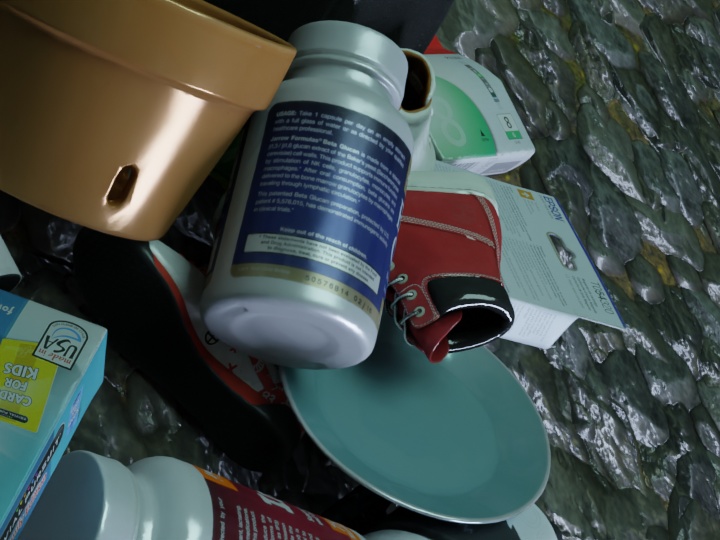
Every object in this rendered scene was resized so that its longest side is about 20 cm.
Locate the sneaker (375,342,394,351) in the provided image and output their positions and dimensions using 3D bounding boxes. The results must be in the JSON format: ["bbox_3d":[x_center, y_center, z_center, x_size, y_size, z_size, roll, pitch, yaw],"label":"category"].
[{"bbox_3d":[0.020,0.050,1.238,0.072,0.072,0.199,45,31,15],"label":"sneaker"}]

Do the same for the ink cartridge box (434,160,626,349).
[{"bbox_3d":[0.085,-0.018,1.293,0.198,0.044,0.197,17,28,-22],"label":"ink cartridge box"}]

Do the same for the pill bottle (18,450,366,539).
[{"bbox_3d":[-0.090,0.173,0.954,0.199,0.113,0.114,28,43,-36],"label":"pill bottle"}]

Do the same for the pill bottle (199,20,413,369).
[{"bbox_3d":[-0.027,-0.050,1.056,0.111,0.111,0.202,29,62,-34],"label":"pill bottle"}]

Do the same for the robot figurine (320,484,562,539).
[{"bbox_3d":[0.055,0.208,1.101,0.200,0.149,0.126,-23,111,-56],"label":"robot figurine"}]

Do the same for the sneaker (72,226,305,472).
[{"bbox_3d":[-0.100,0.028,1.103,0.202,0.067,0.108,51,33,-15],"label":"sneaker"}]

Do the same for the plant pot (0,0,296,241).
[{"bbox_3d":[-0.155,-0.109,1.005,0.199,0.141,0.200,24,9,-4],"label":"plant pot"}]

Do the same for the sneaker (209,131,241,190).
[{"bbox_3d":[-0.065,-0.083,1.197,0.200,0.083,0.074,51,35,-26],"label":"sneaker"}]

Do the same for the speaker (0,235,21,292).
[{"bbox_3d":[-0.269,-0.063,0.951,0.081,0.081,0.201,-20,80,-55],"label":"speaker"}]

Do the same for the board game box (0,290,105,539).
[{"bbox_3d":[-0.230,0.087,0.813,0.150,0.047,0.201,19,47,3],"label":"board game box"}]

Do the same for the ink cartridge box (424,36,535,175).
[{"bbox_3d":[0.059,-0.176,1.481,0.160,0.050,0.201,-11,73,-54],"label":"ink cartridge box"}]

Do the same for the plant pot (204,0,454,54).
[{"bbox_3d":[-0.026,-0.247,1.190,0.200,0.177,0.199,52,35,9],"label":"plant pot"}]

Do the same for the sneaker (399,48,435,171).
[{"bbox_3d":[0.033,-0.110,1.224,0.073,0.085,0.200,50,11,13],"label":"sneaker"}]

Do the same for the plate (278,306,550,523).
[{"bbox_3d":[0.033,0.093,1.107,0.199,0.026,0.201,20,35,-14],"label":"plate"}]

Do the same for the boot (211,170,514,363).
[{"bbox_3d":[0.000,0.000,1.120,0.198,0.073,0.145,0,46,-4],"label":"boot"}]
